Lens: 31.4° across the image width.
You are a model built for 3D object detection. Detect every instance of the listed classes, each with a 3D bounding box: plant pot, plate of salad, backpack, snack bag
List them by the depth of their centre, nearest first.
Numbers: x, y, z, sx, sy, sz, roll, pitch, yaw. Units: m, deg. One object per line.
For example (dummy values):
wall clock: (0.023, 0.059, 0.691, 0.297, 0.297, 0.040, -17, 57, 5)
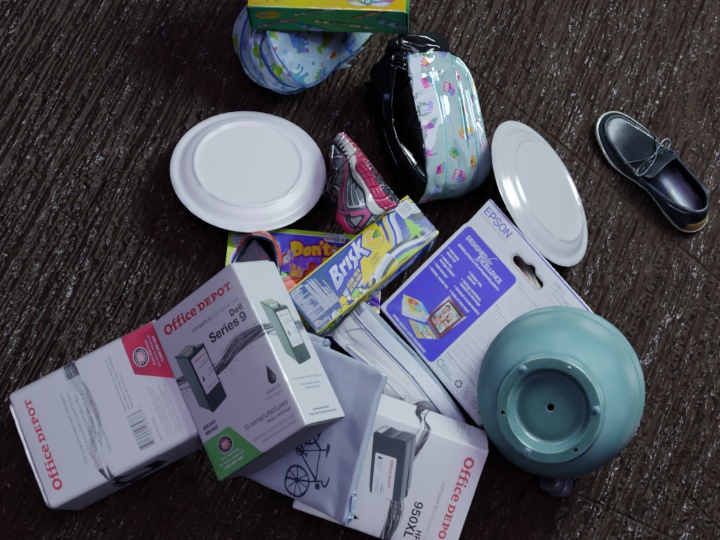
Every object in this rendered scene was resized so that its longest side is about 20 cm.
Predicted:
snack bag: (-0.065, 0.166, 1.459, 0.198, 0.021, 0.191, 19, 100, 31)
plant pot: (0.222, 0.148, 1.463, 0.197, 0.134, 0.203, 1, 94, 15)
plate of salad: (0.222, -0.095, 1.628, 0.199, 0.048, 0.202, 30, 47, -38)
backpack: (0.087, -0.188, 1.637, 0.125, 0.167, 0.203, -12, 80, -11)
plate of salad: (-0.143, -0.122, 1.637, 0.197, 0.048, 0.202, 4, 52, -5)
backpack: (-0.073, -0.322, 1.668, 0.199, 0.164, 0.154, -34, 35, -3)

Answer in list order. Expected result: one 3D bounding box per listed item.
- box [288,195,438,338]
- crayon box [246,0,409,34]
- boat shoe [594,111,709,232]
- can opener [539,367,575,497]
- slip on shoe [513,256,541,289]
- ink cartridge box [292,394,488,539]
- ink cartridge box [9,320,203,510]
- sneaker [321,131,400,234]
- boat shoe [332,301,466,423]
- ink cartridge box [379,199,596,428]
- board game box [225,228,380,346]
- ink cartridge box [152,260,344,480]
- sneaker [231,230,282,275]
box: (0.000, 0.000, 1.561, 0.199, 0.070, 0.064, -38, 81, -15)
crayon box: (-0.036, -0.359, 1.571, 0.197, 0.058, 0.121, 3, 73, 3)
boat shoe: (0.390, -0.138, 1.694, 0.074, 0.062, 0.201, -36, 77, -13)
can opener: (0.241, 0.179, 1.591, 0.066, 0.053, 0.203, -7, 67, 29)
slip on shoe: (0.192, 0.026, 1.621, 0.075, 0.060, 0.202, -29, 73, 19)
ink cartridge box: (0.037, 0.233, 1.502, 0.197, 0.084, 0.146, 19, 100, 1)
ink cartridge box: (-0.288, 0.172, 1.496, 0.198, 0.083, 0.147, -27, 75, 5)
sneaker: (-0.015, -0.111, 1.592, 0.074, 0.200, 0.081, -39, 112, 5)
boat shoe: (0.039, 0.138, 1.555, 0.086, 0.075, 0.202, -41, 108, 6)
ink cartridge box: (0.157, 0.052, 1.573, 0.200, 0.043, 0.199, -44, 76, 15)
board game box: (-0.073, 0.020, 1.609, 0.197, 0.045, 0.136, 5, 72, -3)
ink cartridge box: (-0.129, 0.110, 1.436, 0.145, 0.084, 0.202, -35, 73, 28)
sneaker: (-0.137, 0.047, 1.525, 0.074, 0.085, 0.203, 7, 77, -3)
